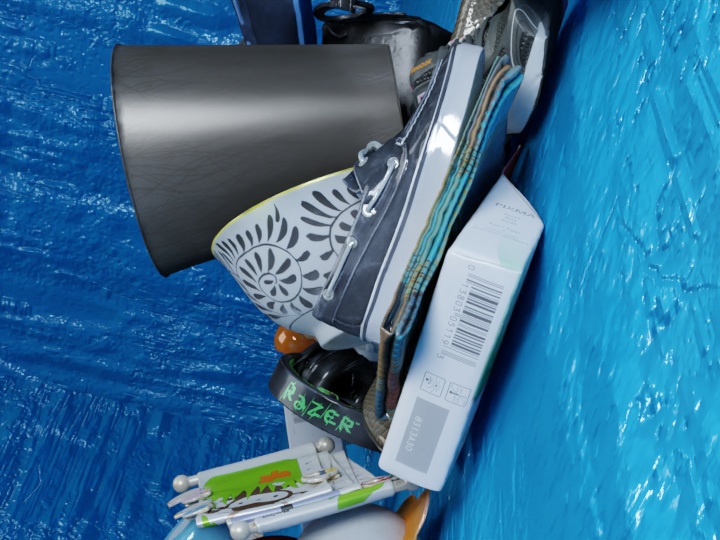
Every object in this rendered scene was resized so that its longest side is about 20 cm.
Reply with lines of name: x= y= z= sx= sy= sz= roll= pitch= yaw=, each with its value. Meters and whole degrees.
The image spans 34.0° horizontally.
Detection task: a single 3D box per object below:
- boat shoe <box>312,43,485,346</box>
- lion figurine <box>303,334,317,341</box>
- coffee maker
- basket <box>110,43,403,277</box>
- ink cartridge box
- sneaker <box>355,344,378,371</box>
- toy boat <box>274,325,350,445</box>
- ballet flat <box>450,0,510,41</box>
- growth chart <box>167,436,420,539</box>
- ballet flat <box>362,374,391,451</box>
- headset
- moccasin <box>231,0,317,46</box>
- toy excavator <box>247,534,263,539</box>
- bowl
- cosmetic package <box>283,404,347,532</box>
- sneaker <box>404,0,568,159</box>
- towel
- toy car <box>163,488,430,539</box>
boat shoe: x=0.023 y=-0.054 z=0.750 sx=0.072 sy=0.068 sz=0.200 roll=-7 pitch=-64 yaw=-80
lion figurine: x=-0.049 y=0.002 z=1.081 sx=0.200 sy=0.072 sz=0.122 roll=61 pitch=-161 yaw=-16
coffee maker: x=0.011 y=-0.111 z=1.022 sx=0.135 sy=0.192 sz=0.200 roll=-1 pitch=84 yaw=44
basket: x=-0.067 y=-0.096 z=0.888 sx=0.136 sy=0.200 sz=0.180 roll=-92 pitch=-7 yaw=-71
ink cartridge box: x=0.080 y=0.024 z=0.765 sx=0.200 sy=0.050 sz=0.161 roll=-47 pitch=-24 yaw=-59
sneaker: x=0.013 y=0.059 z=1.049 sx=0.199 sy=0.079 sz=0.130 roll=12 pitch=-96 yaw=-82
toy boat: x=-0.031 y=0.090 z=1.299 sx=0.131 sy=0.131 sz=0.200 roll=111 pitch=172 yaw=-61
ballet flat: x=0.092 y=-0.155 z=0.931 sx=0.046 sy=0.067 sz=0.200 roll=28 pitch=106 yaw=42
growth chart: x=-0.056 y=0.150 z=0.816 sx=0.200 sy=0.145 sz=0.018 roll=-179 pitch=76 yaw=-72
ballet flat: x=0.043 y=0.079 z=0.857 sx=0.200 sy=0.067 sz=0.046 roll=-73 pitch=7 yaw=-68
headset: x=0.010 y=0.090 z=0.927 sx=0.094 sy=0.123 sz=0.200 roll=-65 pitch=-20 yaw=6
moccasin: x=-0.073 y=-0.186 z=0.989 sx=0.200 sy=0.068 sz=0.080 roll=87 pitch=-172 yaw=-51
toy excavator: x=-0.076 y=0.302 z=1.018 sx=0.194 sy=0.100 sz=0.200 roll=116 pitch=149 yaw=-61
bowl: x=0.000 y=0.000 z=0.860 sx=0.201 sy=0.201 sz=0.094 roll=116 pitch=137 yaw=-71
cosmetic package: x=-0.032 y=0.201 z=1.060 sx=0.083 sy=0.051 sz=0.200 roll=-140 pitch=42 yaw=-83
sneaker: x=0.077 y=-0.129 z=0.817 sx=0.200 sy=0.086 sz=0.080 roll=111 pitch=178 yaw=-59
towel: x=0.054 y=-0.016 z=0.736 sx=0.147 sy=0.022 sz=0.200 roll=90 pitch=-158 yaw=-63
toy car: x=-0.017 y=0.214 z=0.805 sx=0.200 sy=0.184 sz=0.177 roll=-43 pitch=8 yaw=12
